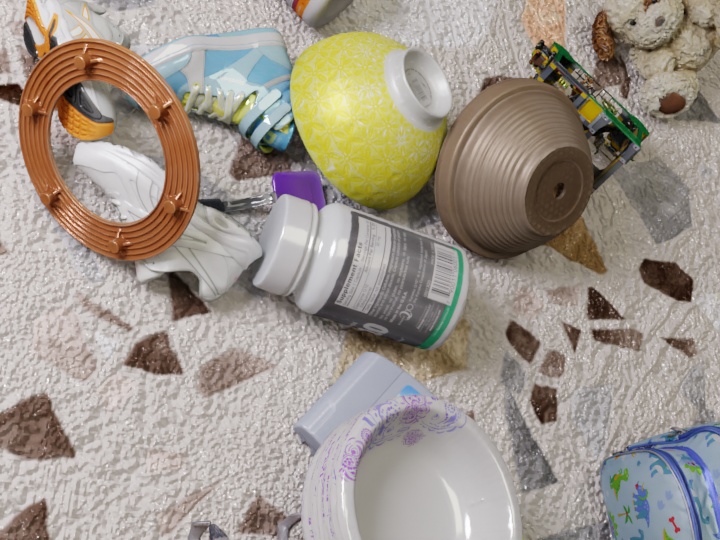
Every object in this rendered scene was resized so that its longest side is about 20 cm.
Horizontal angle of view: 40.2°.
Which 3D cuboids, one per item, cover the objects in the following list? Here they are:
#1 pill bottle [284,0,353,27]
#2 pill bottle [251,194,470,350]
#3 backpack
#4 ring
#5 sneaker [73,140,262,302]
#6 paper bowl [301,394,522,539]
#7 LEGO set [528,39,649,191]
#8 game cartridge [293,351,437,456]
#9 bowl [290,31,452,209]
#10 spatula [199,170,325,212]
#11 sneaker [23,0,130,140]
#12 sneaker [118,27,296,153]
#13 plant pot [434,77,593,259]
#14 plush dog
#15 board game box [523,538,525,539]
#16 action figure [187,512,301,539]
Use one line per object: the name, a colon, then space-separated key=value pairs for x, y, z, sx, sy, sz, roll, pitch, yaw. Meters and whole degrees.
pill bottle: x=-0.082 y=-0.386 z=1.117 sx=0.200 sy=0.113 sz=0.113 roll=47 pitch=57 yaw=0
pill bottle: x=0.000 y=0.000 z=0.985 sx=0.198 sy=0.113 sz=0.114 roll=19 pitch=61 yaw=-17
backpack: x=0.350 y=0.246 z=0.995 sx=0.146 sy=0.200 sz=0.185 roll=-1 pitch=69 yaw=-26
ring: x=-0.229 y=-0.102 z=0.872 sx=0.201 sy=0.200 sz=0.019 roll=48 pitch=34 yaw=1
sneaker: x=-0.195 y=-0.042 z=0.926 sx=0.199 sy=0.078 sz=0.100 roll=36 pitch=83 yaw=-7
paper bowl: x=0.037 y=0.219 z=0.860 sx=0.199 sy=0.104 sz=0.202 roll=19 pitch=56 yaw=-30
LEGO set: x=0.253 y=-0.175 z=1.212 sx=0.200 sy=0.116 sz=0.154 roll=39 pitch=27 yaw=-10
game cartridge: x=0.043 y=0.183 z=0.973 sx=0.200 sy=0.040 sz=0.133 roll=47 pitch=53 yaw=-1
bowl: x=0.033 y=-0.175 z=1.046 sx=0.199 sy=0.107 sz=0.202 roll=25 pitch=54 yaw=-39
spatula: x=-0.125 y=-0.068 z=1.006 sx=0.198 sy=0.021 sz=0.057 roll=-9 pitch=81 yaw=-23
sneaker: x=-0.256 y=-0.204 z=0.946 sx=0.091 sy=0.076 sz=0.201 roll=-9 pitch=52 yaw=-31
sneaker: x=-0.138 y=-0.173 z=1.016 sx=0.199 sy=0.080 sz=0.131 roll=-22 pitch=77 yaw=-31
plant pot: x=0.185 y=-0.100 z=1.068 sx=0.199 sy=0.093 sz=0.203 roll=-13 pitch=116 yaw=-28
plush dog: x=0.405 y=-0.334 z=1.319 sx=0.171 sy=0.200 sz=0.161 roll=33 pitch=24 yaw=-20
board game box: x=0.139 y=0.347 z=0.887 sx=0.101 sy=0.048 sz=0.201 roll=32 pitch=44 yaw=-4
action figure: x=-0.073 y=0.311 z=0.846 sx=0.199 sy=0.104 sz=0.196 roll=15 pitch=64 yaw=-54
